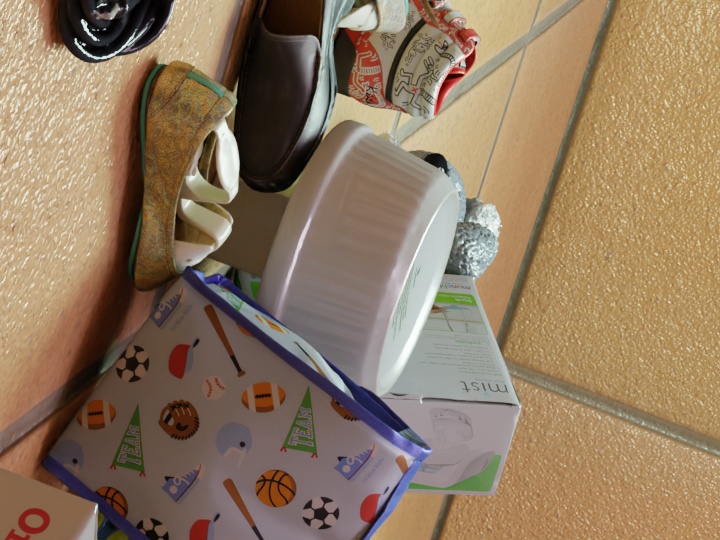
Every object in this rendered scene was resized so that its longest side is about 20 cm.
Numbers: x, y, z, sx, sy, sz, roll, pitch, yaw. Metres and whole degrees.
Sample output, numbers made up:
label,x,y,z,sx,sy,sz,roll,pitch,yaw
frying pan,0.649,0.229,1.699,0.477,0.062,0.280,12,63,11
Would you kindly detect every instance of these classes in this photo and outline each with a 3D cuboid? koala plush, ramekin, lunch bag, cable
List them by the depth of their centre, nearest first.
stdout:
label,x,y,z,sx,sy,sz,roll,pitch,yaw
cable,-0.103,-0.206,1.334,0.163,0.051,0.201,95,17,-56
lunch bag,-0.076,0.123,1.603,0.170,0.200,0.124,-54,170,6
ramekin,0.000,0.000,1.737,0.202,0.094,0.203,20,90,-80
koala plush,0.028,-0.036,2.083,0.184,0.177,0.200,-63,177,39

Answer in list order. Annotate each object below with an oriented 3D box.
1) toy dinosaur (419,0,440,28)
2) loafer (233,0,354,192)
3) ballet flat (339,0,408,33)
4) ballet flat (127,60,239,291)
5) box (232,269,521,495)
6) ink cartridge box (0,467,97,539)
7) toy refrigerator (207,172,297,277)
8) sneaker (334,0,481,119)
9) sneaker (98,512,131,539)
label,x,y,z,sx,sy,sz,roll,pitch,yaw
toy dinosaur,0.028,-0.290,1.816,0.106,0.060,0.201,-55,137,-59
loafer,-0.053,-0.155,1.679,0.072,0.072,0.201,25,75,-71
ballet flat,-0.008,-0.223,1.814,0.067,0.068,0.200,-46,157,-16
ballet flat,-0.111,-0.048,1.562,0.201,0.070,0.071,100,14,-47
box,0.004,0.082,1.885,0.177,0.199,0.097,-109,-153,-53
ink cartridge box,-0.220,0.132,0.951,0.088,0.199,0.146,101,15,-44
toy refrigerator,-0.057,-0.042,1.838,0.200,0.076,0.070,-22,132,-76
sneaker,0.056,-0.222,1.981,0.067,0.107,0.202,55,56,-78
sneaker,-0.129,0.167,1.712,0.199,0.071,0.083,-37,172,-18
